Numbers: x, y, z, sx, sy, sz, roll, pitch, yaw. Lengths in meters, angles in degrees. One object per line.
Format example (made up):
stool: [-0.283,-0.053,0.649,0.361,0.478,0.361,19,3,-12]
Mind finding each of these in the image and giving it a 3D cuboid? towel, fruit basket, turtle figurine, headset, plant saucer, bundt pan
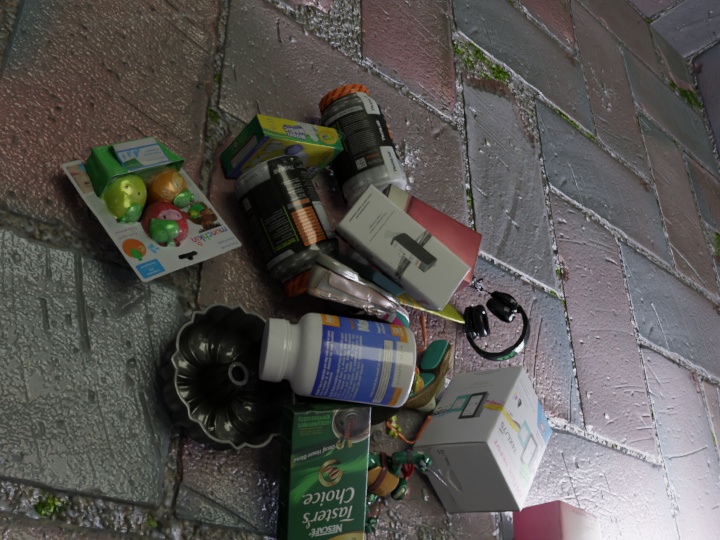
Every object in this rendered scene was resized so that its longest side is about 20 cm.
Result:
towel: [0.103,0.055,1.429,0.199,0.018,0.086,19,21,-39]
fruit basket: [-0.279,-0.091,1.065,0.200,0.094,0.185,47,38,15]
turtle figurine: [0.025,0.317,1.167,0.199,0.100,0.151,32,87,-27]
turtle figurine: [0.034,0.166,1.231,0.159,0.064,0.203,6,88,-6]
headset: [0.260,0.091,1.540,0.094,0.123,0.201,46,17,-54]
plant saucer: [0.000,0.000,1.278,0.070,0.200,0.019,33,87,-29]
bundt pan: [-0.186,0.151,1.054,0.201,0.075,0.204,25,51,-36]

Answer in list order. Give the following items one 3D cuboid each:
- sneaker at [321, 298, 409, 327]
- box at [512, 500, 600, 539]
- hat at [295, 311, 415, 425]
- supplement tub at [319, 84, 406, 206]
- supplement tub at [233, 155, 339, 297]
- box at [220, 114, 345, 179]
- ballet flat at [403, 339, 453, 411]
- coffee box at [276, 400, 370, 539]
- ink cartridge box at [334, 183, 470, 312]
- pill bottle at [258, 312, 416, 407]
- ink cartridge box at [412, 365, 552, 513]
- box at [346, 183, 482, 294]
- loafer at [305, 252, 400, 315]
sneaker: [0.015,0.102,1.291,0.199,0.083,0.122,27,42,-39]
box: [0.349,0.525,1.360,0.127,0.108,0.202,29,49,-32]
hat: [-0.016,0.132,1.157,0.081,0.198,0.203,82,4,-63]
supplement tub: [-0.001,-0.228,1.423,0.122,0.122,0.202,-6,73,-47]
supplement tub: [-0.110,-0.068,1.227,0.122,0.122,0.202,-17,81,-49]
box: [-0.120,-0.195,1.294,0.199,0.117,0.049,-3,63,-47]
ballet flat: [0.116,0.200,1.365,0.200,0.067,0.073,-47,123,-53]
coffee box: [-0.049,0.281,1.056,0.122,0.044,0.203,1,97,-28]
ink cartridge box: [0.061,-0.031,1.205,0.200,0.144,0.084,40,86,-2]
pill bottle: [-0.033,0.118,1.049,0.197,0.112,0.113,10,57,-12]
ink cartridge box: [0.211,0.287,1.321,0.148,0.145,0.200,62,39,-18]
box: [0.095,-0.042,1.377,0.198,0.128,0.110,27,60,-15]
loafer: [-0.014,0.036,1.182,0.199,0.072,0.063,33,86,-49]
